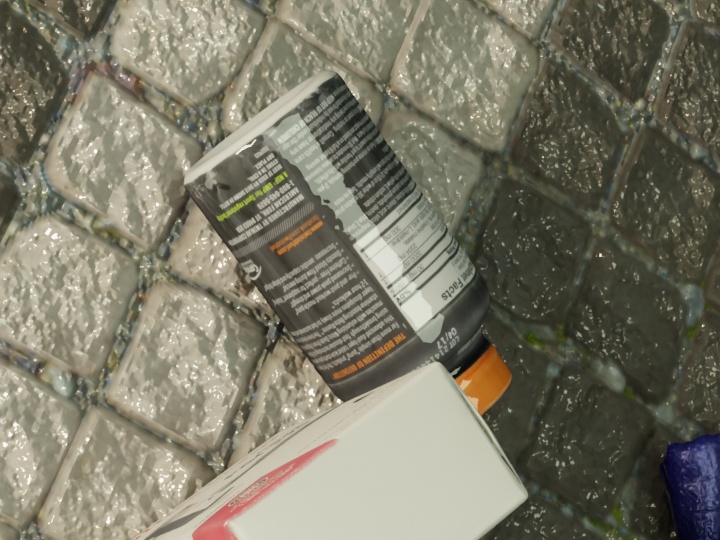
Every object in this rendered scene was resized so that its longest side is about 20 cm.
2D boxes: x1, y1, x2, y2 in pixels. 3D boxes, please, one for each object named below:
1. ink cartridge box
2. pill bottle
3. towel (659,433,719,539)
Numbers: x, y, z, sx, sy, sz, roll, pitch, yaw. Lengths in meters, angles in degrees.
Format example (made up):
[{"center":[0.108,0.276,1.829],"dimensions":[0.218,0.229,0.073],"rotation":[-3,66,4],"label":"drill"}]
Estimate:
[{"center":[-0.031,0.133,1.007],"dimensions":[0.145,0.200,0.085],"rotation":[-34,91,-29],"label":"ink cartridge box"},{"center":[0.000,0.000,1.105],"dimensions":[0.106,0.106,0.201],"rotation":[-40,99,-28],"label":"pill bottle"},{"center":[0.257,0.194,1.237],"dimensions":[0.146,0.049,0.202],"rotation":[-6,85,-32],"label":"towel"}]
